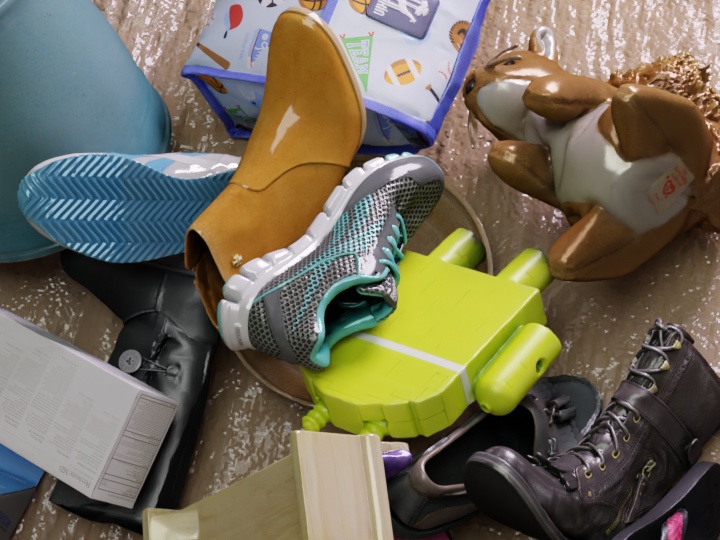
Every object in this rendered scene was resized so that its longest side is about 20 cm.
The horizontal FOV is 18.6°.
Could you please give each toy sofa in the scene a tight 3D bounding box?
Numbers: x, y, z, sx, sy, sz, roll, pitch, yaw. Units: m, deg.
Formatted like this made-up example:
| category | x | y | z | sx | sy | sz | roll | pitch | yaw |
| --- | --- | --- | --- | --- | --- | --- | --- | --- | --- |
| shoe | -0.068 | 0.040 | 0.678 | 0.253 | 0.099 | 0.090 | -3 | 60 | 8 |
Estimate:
| category | x | y | z | sx | sy | sz | roll | pitch | yaw |
| --- | --- | --- | --- | --- | --- | --- | --- | --- | --- |
| toy sofa | -0.051 | 0.173 | 1.426 | 0.200 | 0.098 | 0.083 | -30 | 59 | 47 |

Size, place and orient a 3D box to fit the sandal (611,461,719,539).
| category | x | y | z | sx | sy | sz | roll | pitch | yaw |
| --- | --- | --- | --- | --- | --- | --- | --- | --- | --- |
| sandal | 0.200 | 0.189 | 1.415 | 0.045 | 0.075 | 0.200 | 10 | 34 | 34 |

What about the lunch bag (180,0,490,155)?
| category | x | y | z | sx | sy | sz | roll | pitch | yaw |
| --- | --- | --- | --- | --- | --- | --- | --- | --- | --- |
| lunch bag | -0.007 | -0.180 | 1.608 | 0.200 | 0.124 | 0.170 | 12 | 71 | 30 |

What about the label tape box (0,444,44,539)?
| category | x | y | z | sx | sy | sz | roll | pitch | yaw |
| --- | --- | --- | --- | --- | --- | --- | --- | --- | --- |
| label tape box | -0.325 | 0.171 | 1.558 | 0.144 | 0.063 | 0.200 | 20 | 72 | 17 |

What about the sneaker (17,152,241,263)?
| category | x | y | z | sx | sy | sz | roll | pitch | yaw |
| --- | --- | --- | --- | --- | --- | --- | --- | --- | --- |
| sneaker | -0.152 | -0.047 | 1.541 | 0.081 | 0.200 | 0.077 | 13 | 100 | 56 |

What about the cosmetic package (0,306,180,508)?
| category | x | y | z | sx | sy | sz | roll | pitch | yaw |
| --- | --- | --- | --- | --- | --- | --- | --- | --- | --- |
| cosmetic package | -0.221 | 0.088 | 1.531 | 0.200 | 0.051 | 0.083 | 25 | 88 | 37 |

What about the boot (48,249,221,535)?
| category | x | y | z | sx | sy | sz | roll | pitch | yaw |
| --- | --- | --- | --- | --- | --- | --- | --- | --- | --- |
| boot | -0.178 | 0.080 | 1.577 | 0.165 | 0.066 | 0.200 | 10 | 82 | 38 |

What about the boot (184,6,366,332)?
| category | x | y | z | sx | sy | sz | roll | pitch | yaw |
| --- | --- | --- | --- | --- | --- | --- | --- | --- | --- |
| boot | -0.064 | -0.064 | 1.493 | 0.071 | 0.201 | 0.144 | 17 | 37 | 38 |

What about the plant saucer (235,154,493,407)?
| category | x | y | z | sx | sy | sz | roll | pitch | yaw |
| --- | --- | --- | --- | --- | --- | --- | --- | --- | --- |
| plant saucer | -0.002 | 0.013 | 1.588 | 0.200 | 0.035 | 0.200 | -3 | 66 | 8 |

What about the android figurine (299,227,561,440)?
| category | x | y | z | sx | sy | sz | roll | pitch | yaw |
| --- | --- | --- | --- | --- | --- | --- | --- | --- | --- |
| android figurine | 0.041 | 0.049 | 1.483 | 0.182 | 0.041 | 0.200 | 16 | 48 | 36 |

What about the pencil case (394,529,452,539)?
| category | x | y | z | sx | sy | sz | roll | pitch | yaw |
| --- | --- | --- | --- | --- | --- | --- | --- | --- | --- |
| pencil case | 0.042 | 0.233 | 1.461 | 0.094 | 0.091 | 0.200 | -8 | 63 | -31 |

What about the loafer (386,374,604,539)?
| category | x | y | z | sx | sy | sz | roll | pitch | yaw |
| --- | --- | --- | --- | --- | --- | --- | --- | --- | --- |
| loafer | 0.098 | 0.119 | 1.465 | 0.200 | 0.063 | 0.072 | -26 | 75 | -36 |

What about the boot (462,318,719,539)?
| category | x | y | z | sx | sy | sz | roll | pitch | yaw |
| --- | --- | --- | --- | --- | --- | --- | --- | --- | --- |
| boot | 0.162 | 0.107 | 1.445 | 0.069 | 0.200 | 0.174 | 21 | 75 | 43 |

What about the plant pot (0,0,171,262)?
| category | x | y | z | sx | sy | sz | roll | pitch | yaw |
| --- | --- | --- | --- | --- | --- | --- | --- | --- | --- |
| plant pot | -0.263 | -0.142 | 1.585 | 0.200 | 0.188 | 0.200 | -12 | 44 | 12 |

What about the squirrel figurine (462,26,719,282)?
| category | x | y | z | sx | sy | sz | roll | pitch | yaw |
| --- | --- | --- | --- | --- | --- | --- | --- | --- | --- |
| squirrel figurine | 0.171 | -0.094 | 1.561 | 0.200 | 0.142 | 0.187 | -2 | 26 | -36 |

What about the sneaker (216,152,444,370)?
| category | x | y | z | sx | sy | sz | roll | pitch | yaw |
| --- | --- | --- | --- | --- | --- | --- | --- | --- | --- |
| sneaker | 0.000 | 0.000 | 1.481 | 0.091 | 0.078 | 0.200 | 27 | 59 | 36 |
